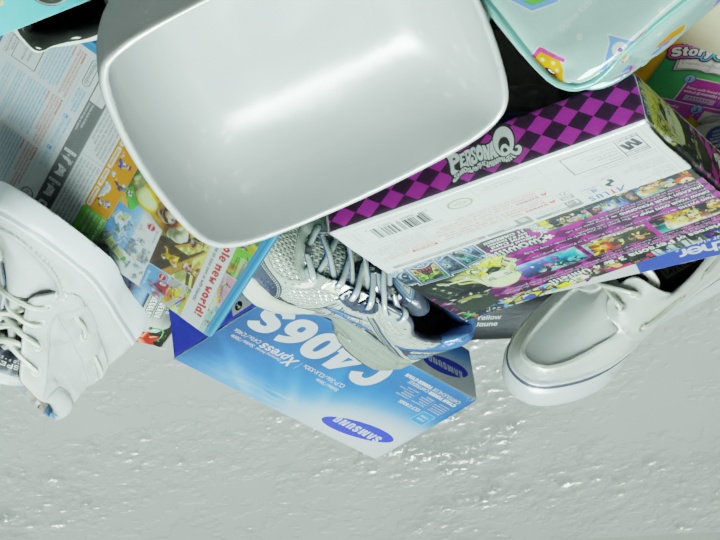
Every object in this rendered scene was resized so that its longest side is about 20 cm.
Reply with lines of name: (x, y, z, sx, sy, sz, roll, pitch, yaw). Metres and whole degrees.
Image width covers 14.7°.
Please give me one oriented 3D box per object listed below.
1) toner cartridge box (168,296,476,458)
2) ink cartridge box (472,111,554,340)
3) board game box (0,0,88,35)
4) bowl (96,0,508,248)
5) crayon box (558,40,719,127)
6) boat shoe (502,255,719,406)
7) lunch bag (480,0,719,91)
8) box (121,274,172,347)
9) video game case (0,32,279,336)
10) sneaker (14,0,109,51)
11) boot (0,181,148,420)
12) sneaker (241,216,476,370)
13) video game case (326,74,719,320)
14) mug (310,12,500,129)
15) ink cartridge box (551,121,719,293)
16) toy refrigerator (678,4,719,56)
toner cartridge box: (-0.023, 0.055, 1.829, 0.095, 0.043, 0.200, -31, 139, 30)
ink cartridge box: (0.052, -0.024, 1.810, 0.196, 0.047, 0.200, -1, 145, -10)
board game box: (-0.241, -0.184, 1.453, 0.199, 0.047, 0.152, -20, 106, 14)
bowl: (-0.036, -0.117, 1.476, 0.199, 0.075, 0.200, -26, 142, 2)
crayon box: (0.237, -0.117, 1.713, 0.199, 0.058, 0.119, 9, 140, -23)
boat shoe: (0.175, 0.013, 1.816, 0.199, 0.072, 0.066, -29, 149, -16)
lunch bag: (0.140, -0.207, 1.473, 0.200, 0.161, 0.077, -42, 171, 13)
box: (-0.147, -0.033, 1.753, 0.136, 0.040, 0.200, 12, 138, -26)
video game case: (-0.139, -0.063, 1.639, 0.200, 0.018, 0.143, 36, 134, 1)
sneaker: (-0.103, -0.167, 1.521, 0.199, 0.080, 0.074, -21, 114, 10)
boot: (-0.193, 0.027, 1.678, 0.096, 0.073, 0.200, -54, 154, -12)
sneaker: (0.000, 0.000, 1.717, 0.085, 0.077, 0.200, -5, 157, 40)
video game case: (0.106, -0.037, 1.611, 0.199, 0.036, 0.181, -20, 154, 23)
mug: (0.007, -0.114, 1.614, 0.151, 0.115, 0.185, -6, 144, -5)
ink cartridge box: (0.151, -0.034, 1.728, 0.199, 0.044, 0.094, -13, 150, 12)
toy refrigerator: (0.208, -0.171, 1.595, 0.199, 0.070, 0.076, 18, 160, -21)
